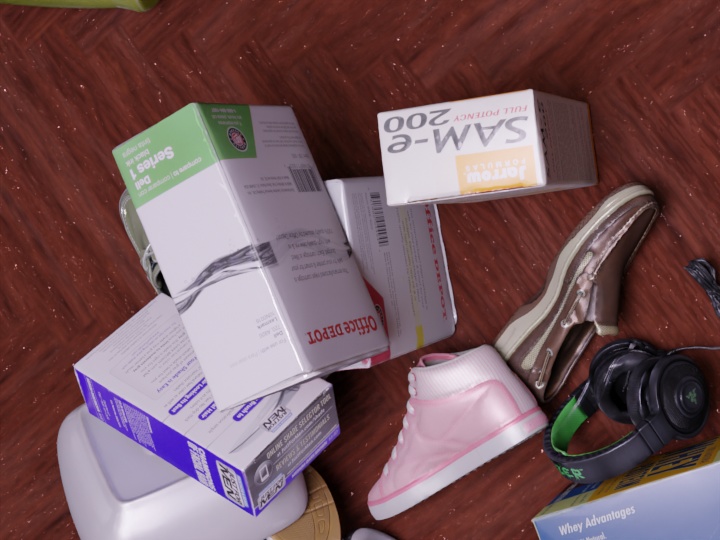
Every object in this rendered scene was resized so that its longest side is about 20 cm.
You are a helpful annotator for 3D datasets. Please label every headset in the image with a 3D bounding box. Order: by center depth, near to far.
[{"bbox_3d":[0.225,0.083,1.140,0.199,0.123,0.094,-39,108,-10],"label":"headset"}]

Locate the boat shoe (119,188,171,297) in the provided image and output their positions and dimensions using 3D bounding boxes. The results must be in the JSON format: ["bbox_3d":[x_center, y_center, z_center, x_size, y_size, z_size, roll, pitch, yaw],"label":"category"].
[{"bbox_3d":[-0.166,-0.008,1.296,0.200,0.062,0.072,49,119,23],"label":"boat shoe"}]

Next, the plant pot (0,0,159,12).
[{"bbox_3d":[-0.265,-0.318,1.276,0.191,0.200,0.203,17,100,7],"label":"plant pot"}]

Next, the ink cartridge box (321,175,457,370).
[{"bbox_3d":[0.000,0.000,1.176,0.083,0.200,0.147,-9,90,24],"label":"ink cartridge box"}]

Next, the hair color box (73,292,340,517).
[{"bbox_3d":[-0.127,0.106,1.168,0.199,0.109,0.065,25,141,33],"label":"hair color box"}]

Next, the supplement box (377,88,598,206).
[{"bbox_3d":[0.106,-0.095,1.128,0.125,0.200,0.074,-7,91,20],"label":"supplement box"}]

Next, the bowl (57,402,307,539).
[{"bbox_3d":[-0.161,0.157,1.222,0.198,0.075,0.200,-22,43,-13],"label":"bowl"}]

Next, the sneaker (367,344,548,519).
[{"bbox_3d":[0.063,0.131,1.212,0.200,0.075,0.105,-38,80,38],"label":"sneaker"}]

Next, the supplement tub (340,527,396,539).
[{"bbox_3d":[-0.023,0.335,1.248,0.122,0.122,0.201,43,107,13],"label":"supplement tub"}]

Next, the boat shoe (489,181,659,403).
[{"bbox_3d":[0.190,0.024,1.169,0.075,0.074,0.203,48,120,28],"label":"boat shoe"}]

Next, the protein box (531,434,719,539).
[{"bbox_3d":[0.272,0.249,1.121,0.197,0.135,0.202,-22,86,21],"label":"protein box"}]

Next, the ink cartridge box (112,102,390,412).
[{"bbox_3d":[-0.074,-0.013,1.018,0.084,0.146,0.202,-25,83,25],"label":"ink cartridge box"}]

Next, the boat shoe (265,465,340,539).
[{"bbox_3d":[-0.077,0.202,1.265,0.200,0.070,0.070,47,148,43],"label":"boat shoe"}]

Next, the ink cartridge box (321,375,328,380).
[{"bbox_3d":[-0.058,0.025,1.263,0.099,0.039,0.203,-10,90,55],"label":"ink cartridge box"}]
